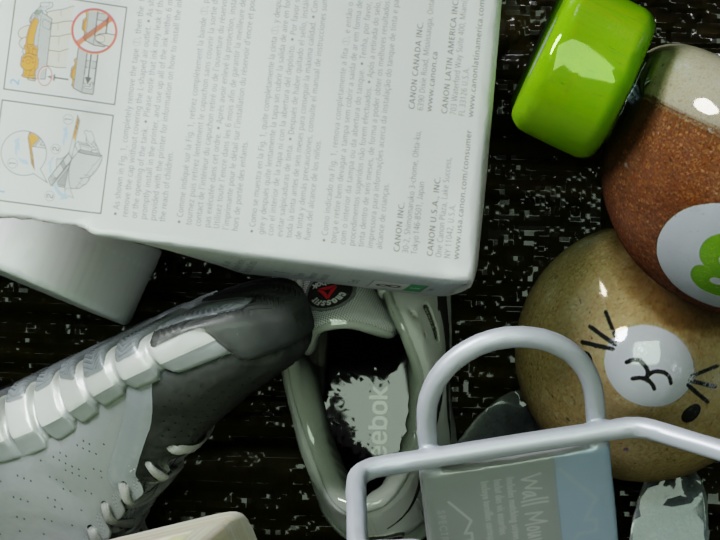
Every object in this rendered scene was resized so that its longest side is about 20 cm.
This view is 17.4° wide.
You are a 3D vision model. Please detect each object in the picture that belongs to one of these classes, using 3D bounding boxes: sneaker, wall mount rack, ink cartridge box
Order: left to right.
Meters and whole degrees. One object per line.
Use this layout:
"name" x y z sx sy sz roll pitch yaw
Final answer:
"sneaker" -0.078 0.082 0.849 0.200 0.075 0.116 -23 93 35
"ink cartridge box" -0.052 -0.083 0.795 0.199 0.050 0.162 7 81 -5
"sneaker" 0.000 0.000 0.861 0.074 0.089 0.201 -11 81 5
"wall mount rack" 0.088 0.115 0.794 0.173 0.075 0.201 -8 123 1

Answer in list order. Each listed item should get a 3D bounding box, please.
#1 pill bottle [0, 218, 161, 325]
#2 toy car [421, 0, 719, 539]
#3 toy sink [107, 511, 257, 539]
"pill bottle" -0.088 -0.089 0.867 0.109 0.110 0.201 21 85 7
"toy car" 0.105 0.023 0.826 0.164 0.158 0.201 25 97 0
"toy sink" -0.116 0.170 0.743 0.130 0.200 0.112 -16 102 34
